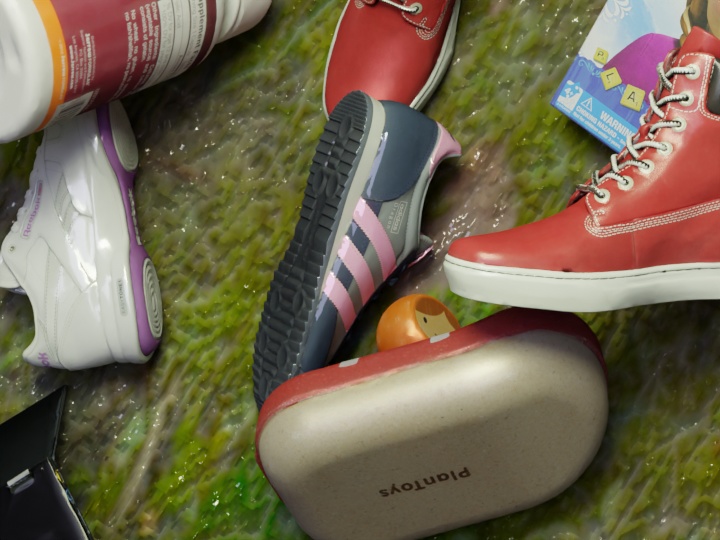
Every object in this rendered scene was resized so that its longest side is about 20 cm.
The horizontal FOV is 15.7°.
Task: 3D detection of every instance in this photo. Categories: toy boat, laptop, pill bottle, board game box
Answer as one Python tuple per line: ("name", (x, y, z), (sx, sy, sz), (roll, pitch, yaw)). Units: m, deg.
("toy boat", (0.040, 0.067, 1.476), (0.200, 0.131, 0.131), (-16, 47, 11))
("laptop", (-0.224, 0.186, 1.505), (0.187, 0.116, 0.200), (-32, 71, 7))
("pill bottle", (-0.151, -0.156, 1.507), (0.114, 0.200, 0.114), (23, 125, 36))
("board game box", (0.233, -0.119, 1.444), (0.200, 0.041, 0.200), (37, 118, 18))

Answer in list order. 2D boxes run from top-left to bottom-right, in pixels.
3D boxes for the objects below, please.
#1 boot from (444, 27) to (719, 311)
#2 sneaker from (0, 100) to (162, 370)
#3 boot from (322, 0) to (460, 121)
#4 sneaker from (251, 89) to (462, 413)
("boot", (0.138, -0.055, 1.389), (0.200, 0.072, 0.144), (-6, 104, -18))
("sneaker", (-0.180, -0.037, 1.562), (0.099, 0.075, 0.200), (-12, 77, 11))
("boot", (0.020, -0.177, 1.501), (0.072, 0.144, 0.200), (22, 87, 16))
("sneaker", (0.000, 0.000, 1.515), (0.070, 0.082, 0.200), (44, 117, 59))
